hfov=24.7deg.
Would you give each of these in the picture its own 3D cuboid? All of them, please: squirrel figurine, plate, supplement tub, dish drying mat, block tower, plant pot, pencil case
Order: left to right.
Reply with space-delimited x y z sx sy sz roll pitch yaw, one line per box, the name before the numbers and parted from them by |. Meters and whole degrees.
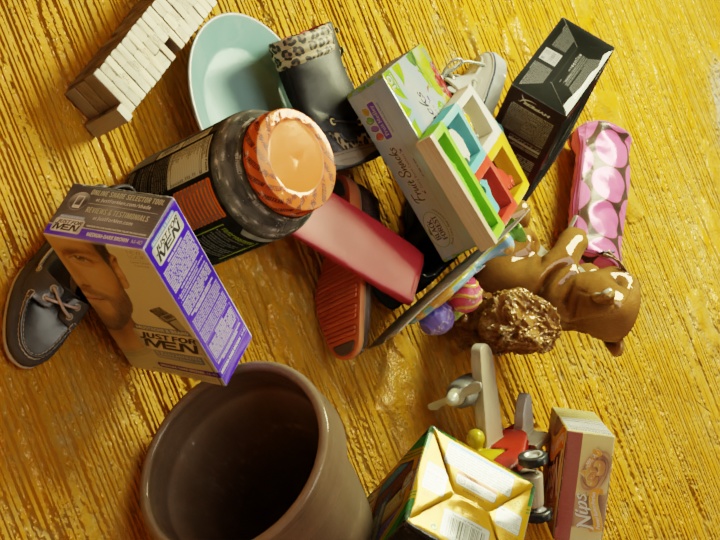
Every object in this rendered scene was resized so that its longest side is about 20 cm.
block tower | -0.212 -0.219 1.599 0.058 0.054 0.201 46 49 -22
supplement tub | -0.123 -0.075 1.532 0.122 0.199 0.123 17 65 -40
plate | -0.113 -0.165 1.684 0.200 0.025 0.201 27 55 -46
plant pot | -0.078 0.210 1.512 0.175 0.199 0.201 50 45 -46
dish drying mat | -0.024 -0.040 1.662 0.199 0.018 0.077 31 50 -17
squirrel figurine | 0.205 0.041 1.807 0.200 0.186 0.142 -38 136 -32
pencil case | 0.285 -0.088 2.019 0.093 0.091 0.201 26 57 -28

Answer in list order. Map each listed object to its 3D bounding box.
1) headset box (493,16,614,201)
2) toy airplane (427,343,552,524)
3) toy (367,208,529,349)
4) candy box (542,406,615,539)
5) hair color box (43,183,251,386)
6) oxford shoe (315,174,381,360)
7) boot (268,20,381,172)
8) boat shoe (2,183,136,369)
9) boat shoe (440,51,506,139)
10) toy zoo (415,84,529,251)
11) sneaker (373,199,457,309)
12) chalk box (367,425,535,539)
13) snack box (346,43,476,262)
headset box | 0.201 -0.168 1.901 0.077 0.200 0.149 31 48 9
toy airplane | 0.132 0.204 1.751 0.199 0.140 0.201 72 15 -59
toy | 0.103 0.023 1.725 0.047 0.115 0.200 46 72 -2
candy box | 0.232 0.218 1.776 0.055 0.200 0.116 7 92 1
hair color box | -0.184 0.015 1.448 0.065 0.109 0.200 -62 147 -31
oxford shoe | 0.000 0.000 1.719 0.073 0.071 0.201 19 63 -41
boot | -0.020 -0.188 1.741 0.200 0.073 0.151 -31 103 -54
boat shoe | -0.259 -0.003 1.476 0.067 0.057 0.201 42 51 -26
boat shoe | 0.107 -0.200 1.894 0.086 0.075 0.203 33 46 -13
toy zoo | 0.124 -0.116 1.721 0.132 0.020 0.200 58 28 -12
sneaker | 0.085 -0.039 1.802 0.076 0.091 0.200 46 48 -21
chalk box | 0.061 0.272 1.594 0.124 0.200 0.124 30 45 -9
snack box | 0.075 -0.126 1.727 0.201 0.053 0.142 59 28 -9
